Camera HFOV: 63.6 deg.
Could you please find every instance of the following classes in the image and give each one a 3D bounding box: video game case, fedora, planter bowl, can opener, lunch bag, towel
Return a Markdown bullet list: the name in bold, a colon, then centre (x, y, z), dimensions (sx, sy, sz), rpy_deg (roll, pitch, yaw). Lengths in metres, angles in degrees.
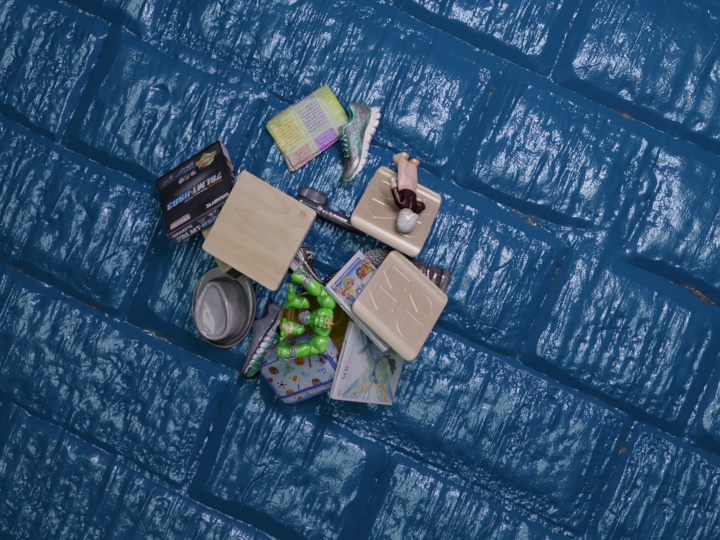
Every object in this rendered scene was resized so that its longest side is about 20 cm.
- **video game case**: centre (0.025, 0.069, 1.350), dimensions (0.200, 0.018, 0.143), rpy_deg (47, 52, -3)
- **fedora**: centre (-0.355, 0.092, 1.449), dimensions (0.172, 0.090, 0.206), rpy_deg (6, 91, 9)
- **video game case**: centre (0.027, 0.229, 1.410), dimensions (0.197, 0.022, 0.187), rpy_deg (16, 90, -40)
- **planter bowl**: centre (-0.095, 0.118, 1.430), dimensions (0.194, 0.084, 0.205), rpy_deg (4, 120, 7)
- **can opener**: centre (-0.076, -0.140, 1.455), dimensions (0.196, 0.063, 0.080), rpy_deg (28, 91, 3)
- **lunch bag**: centre (-0.134, 0.240, 1.415), dimensions (0.196, 0.076, 0.162), rpy_deg (-20, 117, 19)
- **towel**: centre (-0.132, -0.364, 1.478), dimensions (0.198, 0.023, 0.145), rpy_deg (-34, 88, 2)

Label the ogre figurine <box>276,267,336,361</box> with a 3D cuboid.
- **ogre figurine**: centre (-0.118, 0.107, 1.317), dimensions (0.117, 0.098, 0.205), rpy_deg (11, 67, -9)

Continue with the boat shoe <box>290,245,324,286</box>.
- **boat shoe**: centre (-0.152, -0.033, 1.456), dimensions (0.064, 0.071, 0.201), rpy_deg (-42, 87, 3)

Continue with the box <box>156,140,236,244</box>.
- **box**: centre (-0.397, -0.194, 1.423), dimensions (0.197, 0.050, 0.201), rpy_deg (-28, 55, 8)

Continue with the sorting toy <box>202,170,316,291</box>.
- **sorting toy**: centre (-0.226, -0.087, 1.331), dimensions (0.197, 0.070, 0.202), rpy_deg (29, 88, 6)

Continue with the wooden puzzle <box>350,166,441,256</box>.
- **wooden puzzle**: centre (0.087, -0.141, 1.422), dimensions (0.182, 0.047, 0.202), rpy_deg (26, 56, 2)

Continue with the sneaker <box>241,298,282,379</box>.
- **sneaker**: centre (-0.253, 0.174, 1.474), dimensions (0.087, 0.074, 0.202), rpy_deg (34, 91, 27)

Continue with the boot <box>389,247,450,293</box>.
- **boot**: centre (0.116, 0.051, 1.428), dimensions (0.170, 0.069, 0.205), rpy_deg (19, 91, -8)

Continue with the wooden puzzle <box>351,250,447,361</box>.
- **wooden puzzle**: centre (0.091, 0.081, 1.345), dimensions (0.184, 0.046, 0.201), rpy_deg (41, 57, -4)

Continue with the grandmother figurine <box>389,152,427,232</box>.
- **grandmother figurine**: centre (0.112, -0.179, 1.382), dimensions (0.119, 0.061, 0.205), rpy_deg (18, 57, -21)

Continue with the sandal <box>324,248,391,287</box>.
- **sandal**: centre (-0.001, -0.001, 1.458), dimensions (0.196, 0.048, 0.077), rpy_deg (-23, 98, 4)

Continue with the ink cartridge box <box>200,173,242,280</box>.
- **ink cartridge box**: centre (-0.303, -0.107, 1.433), dimensions (0.163, 0.075, 0.202), rpy_deg (-33, 69, 2)

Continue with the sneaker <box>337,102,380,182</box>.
- **sneaker**: centre (-0.022, -0.321, 1.438), dimensions (0.089, 0.077, 0.205), rpy_deg (20, 83, -19)
